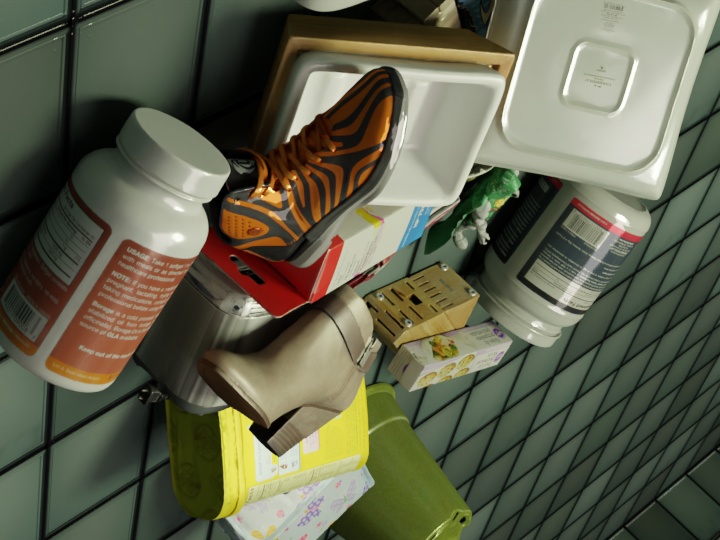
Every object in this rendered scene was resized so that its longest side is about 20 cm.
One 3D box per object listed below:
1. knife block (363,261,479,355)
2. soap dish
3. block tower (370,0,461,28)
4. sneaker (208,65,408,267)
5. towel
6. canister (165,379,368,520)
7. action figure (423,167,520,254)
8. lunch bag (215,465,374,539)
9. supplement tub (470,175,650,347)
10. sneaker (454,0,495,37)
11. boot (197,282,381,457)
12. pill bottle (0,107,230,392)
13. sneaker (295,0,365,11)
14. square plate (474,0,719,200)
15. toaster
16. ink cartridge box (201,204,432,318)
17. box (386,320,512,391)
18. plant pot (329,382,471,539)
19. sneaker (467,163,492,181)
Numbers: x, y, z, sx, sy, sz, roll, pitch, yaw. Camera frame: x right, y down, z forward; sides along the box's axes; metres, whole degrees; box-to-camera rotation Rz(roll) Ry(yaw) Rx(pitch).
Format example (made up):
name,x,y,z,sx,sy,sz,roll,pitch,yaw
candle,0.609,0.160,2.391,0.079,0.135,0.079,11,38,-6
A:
name,x,y,z,sx,sy,sz,roll,pitch,yaw
knife block,0.058,0.083,1.816,0.199,0.064,0.176,-23,147,-44
soap dish,0.008,-0.131,1.281,0.198,0.082,0.158,1,133,-24
block tower,0.060,-0.191,1.393,0.054,0.058,0.200,-43,155,-8
sneaker,-0.049,-0.080,1.192,0.111,0.078,0.200,12,129,-32
towel,0.000,0.000,1.512,0.200,0.023,0.144,-35,-178,45
canister,-0.088,0.152,1.555,0.199,0.086,0.150,-11,100,-43
action figure,0.129,-0.072,1.628,0.118,0.055,0.200,-54,180,-13
lunch bag,-0.091,0.222,1.708,0.169,0.127,0.201,-42,144,-15
supplement tub,0.236,-0.024,1.856,0.201,0.140,0.140,-54,156,18
sneaker,0.099,-0.252,1.368,0.089,0.079,0.201,-20,143,-17
boot,-0.054,0.071,1.339,0.146,0.070,0.200,-50,152,-13
pill bottle,-0.185,-0.017,1.170,0.201,0.112,0.112,-54,156,17
sneaker,0.037,-0.277,1.191,0.199,0.074,0.116,-29,154,-34
square plate,0.198,-0.168,1.336,0.198,0.028,0.200,10,108,-14
toaster,-0.114,0.040,1.390,0.199,0.114,0.130,-13,136,-50
ink cartridge box,-0.037,-0.051,1.352,0.200,0.116,0.068,-31,154,-43
box,0.104,0.096,1.785,0.199,0.039,0.042,-10,139,-55
plant pot,0.032,0.275,1.918,0.200,0.190,0.201,-38,155,-21
sneaker,0.056,-0.092,1.548,0.199,0.077,0.089,-29,169,-30
